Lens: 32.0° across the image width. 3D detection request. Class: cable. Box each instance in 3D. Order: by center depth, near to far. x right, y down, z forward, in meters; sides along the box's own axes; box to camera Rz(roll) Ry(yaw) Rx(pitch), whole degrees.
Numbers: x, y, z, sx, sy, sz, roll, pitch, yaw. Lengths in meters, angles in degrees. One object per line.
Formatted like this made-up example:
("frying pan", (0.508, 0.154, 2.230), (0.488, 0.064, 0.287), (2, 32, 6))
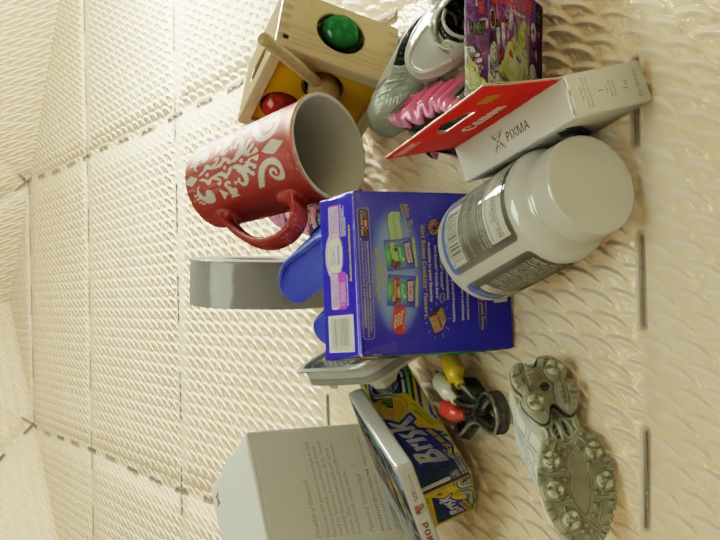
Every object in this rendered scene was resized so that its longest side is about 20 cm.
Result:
("cable", (0.115, 0.152, 1.359), (0.200, 0.050, 0.098), (-123, 34, -77))

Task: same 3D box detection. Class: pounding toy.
("pounding toy", (-0.061, -0.245, 1.558), (0.200, 0.183, 0.143), (127, 156, -51))

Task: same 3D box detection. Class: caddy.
("caddy", (0.000, 0.000, 1.448), (0.142, 0.105, 0.200), (51, 141, -5))

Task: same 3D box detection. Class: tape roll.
("tape roll", (-0.139, 0.015, 1.751), (0.200, 0.199, 0.067), (5, 96, 64))

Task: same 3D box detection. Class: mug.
("mug", (-0.120, -0.115, 1.528), (0.199, 0.178, 0.134), (-14, 117, 38))

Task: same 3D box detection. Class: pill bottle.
("pill bottle", (0.167, -0.050, 1.215), (0.200, 0.113, 0.115), (-33, 61, 60))

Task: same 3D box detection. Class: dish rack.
("dish rack", (0.030, 0.091, 1.471), (0.044, 0.171, 0.200), (62, 154, -9))

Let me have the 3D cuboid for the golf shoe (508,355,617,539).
("golf shoe", (0.195, 0.187, 1.237), (0.097, 0.078, 0.201), (98, 164, -57))

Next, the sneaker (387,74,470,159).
("sneaker", (0.116, -0.162, 1.378), (0.096, 0.079, 0.200), (55, 158, -19))

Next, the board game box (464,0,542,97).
("board game box", (0.140, -0.214, 1.207), (0.032, 0.200, 0.121), (-5, 89, 22))

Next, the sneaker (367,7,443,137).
("sneaker", (0.072, -0.241, 1.468), (0.200, 0.072, 0.073), (-53, 3, 39))

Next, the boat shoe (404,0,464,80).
("boat shoe", (0.106, -0.262, 1.339), (0.200, 0.066, 0.072), (-30, 94, 45))

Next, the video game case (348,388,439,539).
("video game case", (0.047, 0.250, 1.425), (0.200, 0.023, 0.183), (-129, 18, -66))

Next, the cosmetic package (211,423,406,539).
("cosmetic package", (-0.063, 0.308, 1.604), (0.168, 0.199, 0.167), (122, 139, -49))

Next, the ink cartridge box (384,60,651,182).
("ink cartridge box", (0.144, -0.132, 1.185), (0.200, 0.175, 0.045), (-30, 76, 61))

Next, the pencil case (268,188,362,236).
("pencil case", (-0.062, -0.085, 1.726), (0.200, 0.086, 0.083), (21, 141, 63))

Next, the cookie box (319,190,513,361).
("cookie box", (0.061, 0.006, 1.330), (0.075, 0.199, 0.172), (-8, 83, 58))

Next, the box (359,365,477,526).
("box", (0.065, 0.198, 1.467), (0.200, 0.064, 0.070), (-122, 13, -46))
